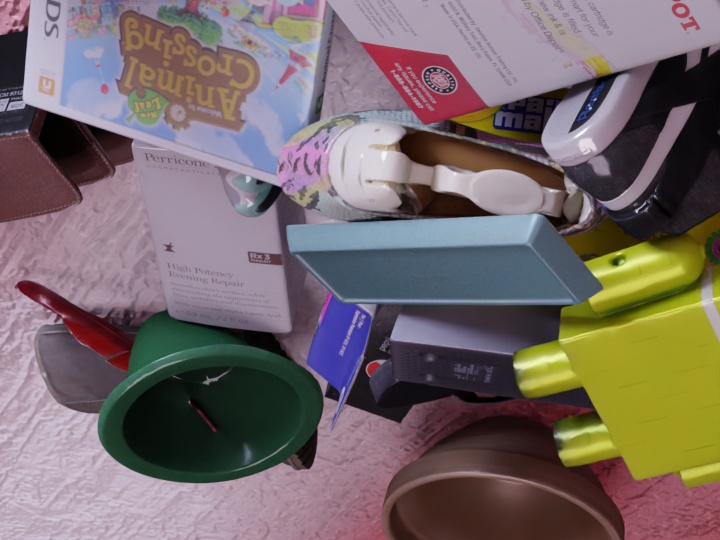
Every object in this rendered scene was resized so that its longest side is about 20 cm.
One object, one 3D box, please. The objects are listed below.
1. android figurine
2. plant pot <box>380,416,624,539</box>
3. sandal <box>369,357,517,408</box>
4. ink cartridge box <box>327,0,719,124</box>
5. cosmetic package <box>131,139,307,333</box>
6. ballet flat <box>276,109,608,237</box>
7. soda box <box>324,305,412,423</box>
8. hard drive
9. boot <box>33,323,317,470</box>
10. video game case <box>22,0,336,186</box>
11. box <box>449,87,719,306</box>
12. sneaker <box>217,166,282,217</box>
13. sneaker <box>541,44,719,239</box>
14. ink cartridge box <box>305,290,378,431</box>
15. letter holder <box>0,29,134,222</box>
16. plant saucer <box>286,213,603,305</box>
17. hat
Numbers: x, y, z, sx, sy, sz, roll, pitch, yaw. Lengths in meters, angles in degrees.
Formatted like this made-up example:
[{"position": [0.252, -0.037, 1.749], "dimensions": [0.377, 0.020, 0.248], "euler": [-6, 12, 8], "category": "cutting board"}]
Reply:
[{"position": [0.196, 0.056, 1.069], "dimensions": [0.200, 0.041, 0.182], "euler": [-19, 124, 22], "category": "android figurine"}, {"position": [0.123, 0.185, 1.536], "dimensions": [0.200, 0.093, 0.201], "euler": [8, 144, 6], "category": "plant pot"}, {"position": [0.102, 0.079, 1.374], "dimensions": [0.200, 0.043, 0.076], "euler": [-12, 154, -23], "category": "sandal"}, {"position": [0.095, -0.196, 0.999], "dimensions": [0.200, 0.145, 0.145], "euler": [-12, 134, 32], "category": "ink cartridge box"}, {"position": [-0.096, -0.045, 1.322], "dimensions": [0.101, 0.074, 0.200], "euler": [6, 144, 10], "category": "cosmetic package"}, {"position": [0.046, -0.054, 1.057], "dimensions": [0.199, 0.069, 0.071], "euler": [8, -174, 8], "category": "ballet flat"}, {"position": [0.038, 0.035, 1.390], "dimensions": [0.071, 0.063, 0.200], "euler": [21, 142, -9], "category": "soda box"}, {"position": [0.120, 0.055, 1.174], "dimensions": [0.199, 0.042, 0.135], "euler": [8, 166, 4], "category": "hard drive"}, {"position": [-0.152, 0.105, 1.536], "dimensions": [0.200, 0.073, 0.182], "euler": [-12, 123, 21], "category": "boot"}, {"position": [-0.110, -0.159, 1.114], "dimensions": [0.200, 0.022, 0.182], "euler": [18, 118, 17], "category": "video game case"}, {"position": [0.139, -0.025, 1.180], "dimensions": [0.199, 0.122, 0.193], "euler": [8, 164, 7], "category": "box"}, {"position": [-0.117, -0.135, 1.186], "dimensions": [0.140, 0.078, 0.201], "euler": [6, 113, 23], "category": "sneaker"}, {"position": [0.187, -0.099, 1.049], "dimensions": [0.112, 0.200, 0.073], "euler": [49, 152, -22], "category": "sneaker"}, {"position": [0.000, 0.000, 1.242], "dimensions": [0.037, 0.200, 0.095], "euler": [16, 142, -4], "category": "ink cartridge box"}, {"position": [-0.270, -0.078, 1.311], "dimensions": [0.200, 0.101, 0.142], "euler": [-6, 141, 24], "category": "letter holder"}, {"position": [0.042, -0.003, 1.066], "dimensions": [0.200, 0.019, 0.070], "euler": [0, 144, 45], "category": "plant saucer"}, {"position": [-0.139, 0.049, 1.446], "dimensions": [0.200, 0.176, 0.166], "euler": [16, 130, -31], "category": "hat"}]
